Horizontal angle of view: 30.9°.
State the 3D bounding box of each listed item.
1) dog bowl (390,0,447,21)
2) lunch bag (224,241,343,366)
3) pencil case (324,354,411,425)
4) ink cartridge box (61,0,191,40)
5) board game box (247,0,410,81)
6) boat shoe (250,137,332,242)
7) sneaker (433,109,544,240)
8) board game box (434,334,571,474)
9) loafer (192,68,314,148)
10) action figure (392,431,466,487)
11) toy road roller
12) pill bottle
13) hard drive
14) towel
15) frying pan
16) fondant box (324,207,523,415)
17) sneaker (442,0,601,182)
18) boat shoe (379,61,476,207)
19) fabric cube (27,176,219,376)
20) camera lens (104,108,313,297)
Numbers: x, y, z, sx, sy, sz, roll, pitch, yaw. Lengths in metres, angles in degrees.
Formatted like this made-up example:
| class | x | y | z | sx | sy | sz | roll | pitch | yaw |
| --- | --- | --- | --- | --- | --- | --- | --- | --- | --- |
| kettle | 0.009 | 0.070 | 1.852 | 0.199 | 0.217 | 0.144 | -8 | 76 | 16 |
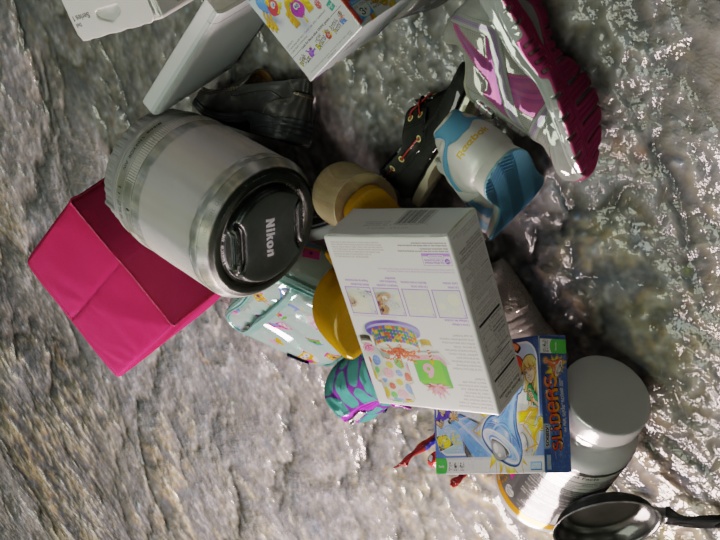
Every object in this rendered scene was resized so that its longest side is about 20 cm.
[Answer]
| class | x | y | z | sx | sy | sz | roll | pitch | yaw |
| --- | --- | --- | --- | --- | --- | --- | --- | --- | --- |
| dog bowl | 0.009 | -0.321 | 1.203 | 0.200 | 0.059 | 0.201 | 29 | 139 | 28 |
| lunch bag | -0.070 | 0.040 | 1.532 | 0.160 | 0.077 | 0.200 | 23 | 153 | -15 |
| pencil case | 0.022 | 0.128 | 1.528 | 0.085 | 0.093 | 0.200 | 14 | 163 | -13 |
| ink cartridge box | -0.188 | -0.315 | 1.295 | 0.144 | 0.200 | 0.084 | -2 | 120 | 47 |
| board game box | -0.053 | -0.291 | 1.157 | 0.200 | 0.103 | 0.105 | 52 | 144 | -3 |
| boat shoe | -0.101 | -0.095 | 1.507 | 0.200 | 0.071 | 0.091 | 14 | 133 | 40 |
| sneaker | 0.119 | -0.092 | 1.234 | 0.081 | 0.077 | 0.200 | 42 | 174 | 19 |
| board game box | 0.142 | 0.143 | 1.353 | 0.200 | 0.034 | 0.136 | -18 | 71 | 60 |
| loafer | -0.115 | -0.189 | 1.459 | 0.200 | 0.073 | 0.073 | 20 | 96 | 44 |
| action figure | 0.116 | 0.210 | 1.531 | 0.065 | 0.099 | 0.200 | 49 | 147 | 3 |
| toy road roller | 0.000 | 0.000 | 1.373 | 0.200 | 0.146 | 0.123 | 53 | 173 | -22 |
| pill bottle | 0.223 | 0.183 | 1.372 | 0.116 | 0.116 | 0.200 | 39 | 142 | 15 |
| hard drive | -0.146 | -0.248 | 1.368 | 0.027 | 0.132 | 0.200 | 50 | 144 | 0 |
| towel | 0.127 | 0.066 | 1.440 | 0.133 | 0.034 | 0.200 | 55 | 144 | -8 |
| frying pan | 0.289 | 0.250 | 1.346 | 0.189 | 0.031 | 0.115 | -19 | 141 | 17 |
| fondant box | 0.063 | 0.039 | 1.266 | 0.144 | 0.058 | 0.201 | 2 | 121 | 36 |
| sneaker | 0.145 | -0.166 | 1.168 | 0.088 | 0.081 | 0.201 | -26 | 94 | 38 |
| boat shoe | 0.070 | -0.139 | 1.285 | 0.063 | 0.074 | 0.202 | 37 | 147 | 4 |
| fabric cube | -0.267 | -0.022 | 1.642 | 0.200 | 0.196 | 0.199 | 51 | 144 | -1 |
| camera lens | -0.161 | -0.075 | 1.412 | 0.200 | 0.160 | 0.161 | 30 | 140 | 37 |
